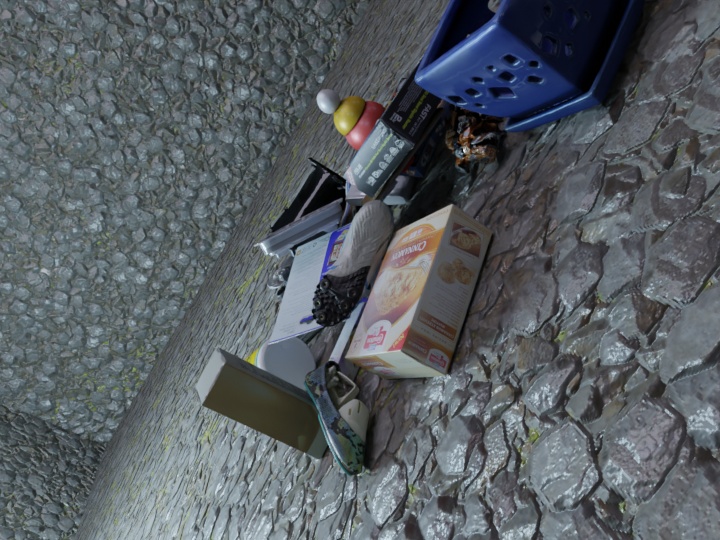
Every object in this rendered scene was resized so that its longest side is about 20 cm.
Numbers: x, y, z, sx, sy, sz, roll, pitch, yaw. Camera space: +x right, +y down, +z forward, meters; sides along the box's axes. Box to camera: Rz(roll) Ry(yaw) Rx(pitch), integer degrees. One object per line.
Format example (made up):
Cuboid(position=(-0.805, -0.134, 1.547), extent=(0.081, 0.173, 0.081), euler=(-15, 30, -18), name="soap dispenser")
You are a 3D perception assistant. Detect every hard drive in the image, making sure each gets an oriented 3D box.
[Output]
Cuboid(position=(0.059, -0.214, 1.204), extent=(0.131, 0.026, 0.202), euler=(2, 59, 35), name="hard drive")

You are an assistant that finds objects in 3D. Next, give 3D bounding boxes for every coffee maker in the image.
Cuboid(position=(-0.106, -0.132, 1.430), extent=(0.201, 0.134, 0.192), euler=(-58, 20, 10), name="coffee maker")

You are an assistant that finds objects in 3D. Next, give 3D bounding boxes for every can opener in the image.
Cuboid(position=(-0.106, -0.028, 1.233), extent=(0.053, 0.067, 0.200), euler=(6, 51, 53), name="can opener")

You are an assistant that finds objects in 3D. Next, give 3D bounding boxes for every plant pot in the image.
Cuboid(position=(0.213, -0.292, 0.768), extent=(0.202, 0.179, 0.200), euler=(-65, 19, -12), name="plant pot")

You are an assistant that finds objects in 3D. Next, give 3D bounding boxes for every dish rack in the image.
Cuboid(position=(-0.100, -0.074, 1.130), extent=(0.170, 0.044, 0.200), euler=(-26, 7, 2), name="dish rack")

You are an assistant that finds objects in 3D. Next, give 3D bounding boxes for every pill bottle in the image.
Cuboid(position=(-0.174, 0.204, 1.153), extent=(0.200, 0.112, 0.114), euler=(-39, 28, 47), name="pill bottle")

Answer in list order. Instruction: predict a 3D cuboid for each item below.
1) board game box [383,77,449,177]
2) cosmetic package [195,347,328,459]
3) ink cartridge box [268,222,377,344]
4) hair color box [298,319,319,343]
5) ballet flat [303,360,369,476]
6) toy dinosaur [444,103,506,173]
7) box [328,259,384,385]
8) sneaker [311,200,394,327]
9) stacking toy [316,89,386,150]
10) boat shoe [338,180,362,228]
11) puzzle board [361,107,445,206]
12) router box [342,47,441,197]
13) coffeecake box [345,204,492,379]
Cuboid(position=(0.096, -0.271, 1.168), extent=(0.135, 0.035, 0.202), euler=(12, 70, 40), name="board game box")
Cuboid(position=(-0.138, 0.197, 0.933), extent=(0.072, 0.199, 0.105), euler=(-61, 18, -5), name="cosmetic package")
Cuboid(position=(-0.054, 0.023, 1.028), extent=(0.197, 0.043, 0.202), euler=(-20, 44, 41), name="ink cartridge box")
Cuboid(position=(-0.097, 0.039, 1.270), extent=(0.111, 0.064, 0.201), euler=(-44, 26, 36), name="hair color box")
Cuboid(position=(-0.026, 0.188, 0.851), extent=(0.075, 0.074, 0.200), euler=(-56, 33, 12), name="ballet flat")
Cuboid(position=(0.161, -0.220, 0.948), extent=(0.200, 0.101, 0.137), euler=(37, 114, 50), name="toy dinosaur")
Cuboid(position=(0.003, 0.080, 0.986), extent=(0.041, 0.038, 0.202), euler=(-9, 54, 63), name="box")
Cuboid(position=(-0.006, -0.006, 0.918), extent=(0.201, 0.071, 0.072), euler=(-62, -18, -4), name="sneaker")
Cuboid(position=(-0.008, -0.330, 1.360), extent=(0.146, 0.199, 0.147), euler=(-50, 21, 27), name="stacking toy")
Cuboid(position=(0.013, -0.144, 1.258), extent=(0.072, 0.072, 0.202), euler=(-25, 49, 52), name="boat shoe")
Cuboid(position=(0.069, -0.183, 1.045), extent=(0.201, 0.017, 0.151), euler=(-53, 10, 9), name="puzzle board")
Cuboid(position=(0.063, -0.229, 0.967), extent=(0.201, 0.062, 0.150), euler=(-61, 8, -33), name="router box")
Cuboid(position=(0.074, 0.034, 0.818), extent=(0.153, 0.073, 0.202), euler=(-22, 43, 61), name="coffeecake box")
